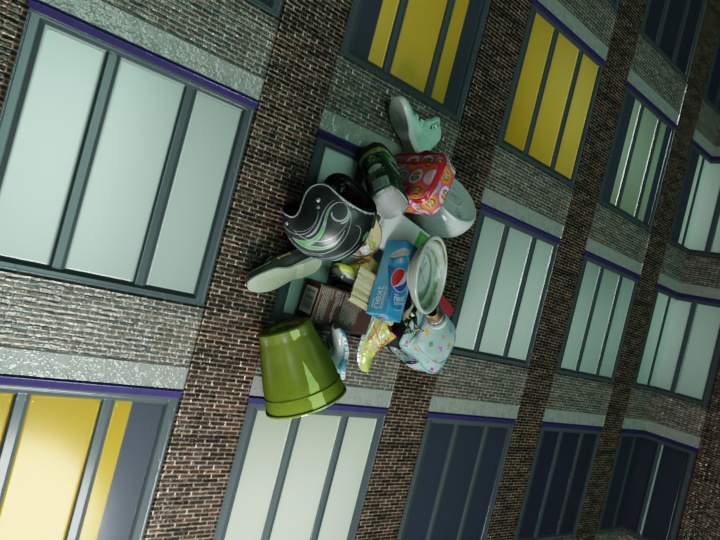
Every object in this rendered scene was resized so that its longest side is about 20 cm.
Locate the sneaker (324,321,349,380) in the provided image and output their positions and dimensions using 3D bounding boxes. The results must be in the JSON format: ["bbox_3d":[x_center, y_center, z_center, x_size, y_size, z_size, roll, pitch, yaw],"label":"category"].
[{"bbox_3d":[-0.078,0.211,1.637,0.086,0.075,0.200,-7,132,-14],"label":"sneaker"}]

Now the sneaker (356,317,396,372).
[{"bbox_3d":[0.048,0.181,1.750,0.078,0.090,0.200,33,74,-80],"label":"sneaker"}]

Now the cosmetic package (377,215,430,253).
[{"bbox_3d":[0.086,-0.094,1.747,0.200,0.085,0.108,30,82,-41],"label":"cosmetic package"}]

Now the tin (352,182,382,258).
[{"bbox_3d":[-0.016,-0.129,1.623,0.042,0.112,0.200,-56,125,-73],"label":"tin"}]

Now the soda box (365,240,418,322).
[{"bbox_3d":[0.083,0.025,1.649,0.064,0.068,0.200,31,69,-44],"label":"soda box"}]

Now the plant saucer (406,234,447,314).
[{"bbox_3d":[0.161,0.008,1.652,0.200,0.050,0.201,-25,119,-57],"label":"plant saucer"}]

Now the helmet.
[{"bbox_3d":[-0.077,-0.116,1.521,0.200,0.200,0.191,16,124,-42],"label":"helmet"}]

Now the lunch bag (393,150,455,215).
[{"bbox_3d":[0.146,-0.236,1.694,0.082,0.200,0.176,39,70,-40],"label":"lunch bag"}]

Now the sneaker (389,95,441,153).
[{"bbox_3d":[0.151,-0.401,1.747,0.118,0.074,0.201,-43,134,-19],"label":"sneaker"}]

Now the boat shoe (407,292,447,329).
[{"bbox_3d":[0.167,0.066,1.760,0.072,0.200,0.072,-36,144,-2],"label":"boat shoe"}]

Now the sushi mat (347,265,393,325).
[{"bbox_3d":[0.041,0.066,1.668,0.200,0.012,0.096,33,68,-46],"label":"sushi mat"}]

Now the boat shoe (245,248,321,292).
[{"bbox_3d":[-0.189,-0.006,1.543,0.201,0.061,0.072,-19,146,-35],"label":"boat shoe"}]

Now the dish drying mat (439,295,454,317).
[{"bbox_3d":[0.210,0.088,1.938,0.200,0.018,0.077,47,69,-38],"label":"dish drying mat"}]

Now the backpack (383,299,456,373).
[{"bbox_3d":[0.180,0.191,1.844,0.200,0.153,0.176,50,59,-39],"label":"backpack"}]

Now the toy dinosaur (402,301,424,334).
[{"bbox_3d":[0.128,0.122,1.706,0.047,0.200,0.088,-17,91,-3],"label":"toy dinosaur"}]

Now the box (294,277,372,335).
[{"bbox_3d":[-0.059,0.092,1.662,0.200,0.075,0.100,19,90,-41],"label":"box"}]

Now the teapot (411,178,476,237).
[{"bbox_3d":[0.214,-0.163,1.810,0.200,0.146,0.197,48,39,-3],"label":"teapot"}]

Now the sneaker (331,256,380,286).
[{"bbox_3d":[0.000,0.000,1.695,0.200,0.078,0.090,18,80,-49],"label":"sneaker"}]

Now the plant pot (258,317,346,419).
[{"bbox_3d":[-0.153,0.219,1.544,0.200,0.200,0.193,-22,101,-37],"label":"plant pot"}]

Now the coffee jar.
[{"bbox_3d":[0.054,-0.227,1.628,0.085,0.200,0.104,-29,133,17],"label":"coffee jar"}]
